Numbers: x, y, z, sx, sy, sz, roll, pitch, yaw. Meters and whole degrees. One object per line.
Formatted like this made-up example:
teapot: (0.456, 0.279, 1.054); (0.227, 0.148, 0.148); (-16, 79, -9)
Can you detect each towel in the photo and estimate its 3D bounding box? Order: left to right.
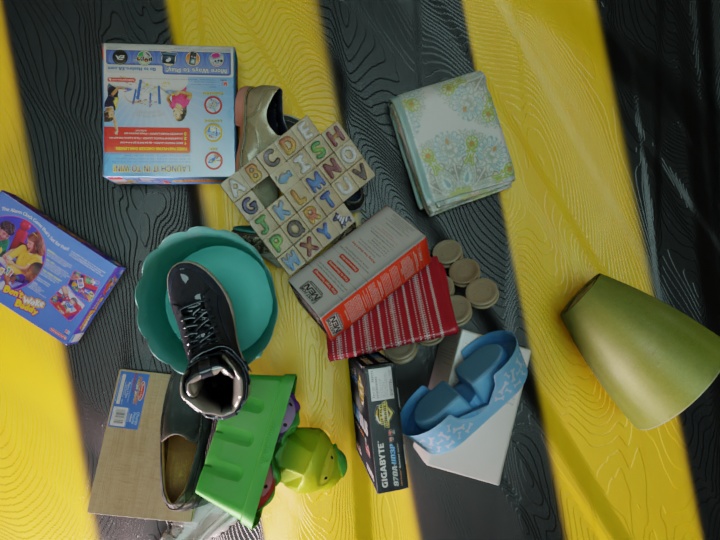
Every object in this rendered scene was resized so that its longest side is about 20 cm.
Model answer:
towel: (0.042, 0.056, 0.843); (0.195, 0.023, 0.147); (-13, 48, 6)
towel: (0.150, -0.207, 0.916); (0.168, 0.048, 0.205); (-18, 90, -10)

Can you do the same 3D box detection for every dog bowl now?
dog bowl: (0.141, 0.166, 0.754); (0.199, 0.111, 0.050); (-40, 103, -5)

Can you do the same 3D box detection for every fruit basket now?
fruit basket: (-0.110, 0.263, 0.804); (0.210, 0.156, 0.221); (2, 69, -6)

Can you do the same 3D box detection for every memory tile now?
memory tile: (0.102, 0.044, 0.866); (0.197, 0.017, 0.154); (-31, 48, -6)

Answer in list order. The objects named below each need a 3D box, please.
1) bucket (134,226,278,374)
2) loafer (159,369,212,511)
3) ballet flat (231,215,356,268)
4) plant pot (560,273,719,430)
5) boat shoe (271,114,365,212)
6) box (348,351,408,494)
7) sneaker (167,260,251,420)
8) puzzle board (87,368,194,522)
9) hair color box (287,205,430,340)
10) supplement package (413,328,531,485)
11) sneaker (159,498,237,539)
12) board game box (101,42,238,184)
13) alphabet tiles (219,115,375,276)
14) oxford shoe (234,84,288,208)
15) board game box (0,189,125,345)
bucket: (-0.214, 0.046, 0.814); (0.202, 0.135, 0.213); (0, 87, -7)
loafer: (-0.251, 0.233, 0.796); (0.071, 0.072, 0.205); (-6, 72, -7)
ballet flat: (-0.100, -0.042, 0.872); (0.195, 0.068, 0.077); (-8, 104, -9)
plant pot: (0.422, 0.108, 0.883); (0.200, 0.187, 0.187); (43, 83, 12)
boat shoe: (-0.065, -0.174, 0.881); (0.200, 0.057, 0.069); (43, 84, -3)
box: (0.020, 0.203, 0.804); (0.045, 0.200, 0.163); (-6, 89, -8)
sneaker: (-0.188, 0.081, 0.677); (0.076, 0.146, 0.206); (-23, 90, -6)
puzzle board: (-0.305, 0.256, 0.831); (0.147, 0.017, 0.205); (6, 71, -3)
hair color box: (0.000, 0.000, 0.846); (0.198, 0.062, 0.101); (-36, 50, -14)
supplement package: (0.168, 0.201, 0.863); (0.114, 0.117, 0.205); (17, 85, -5)
sneaker: (-0.259, 0.383, 0.838); (0.198, 0.075, 0.083); (-35, 77, -12)
board game box: (-0.286, -0.237, 0.857); (0.195, 0.056, 0.201); (-1, 88, -7)
alphabet tiles: (-0.080, -0.121, 0.833); (0.199, 0.008, 0.168); (-40, 101, -8)
oxford shoe: (-0.143, -0.177, 0.846); (0.072, 0.070, 0.205); (1, 102, 27)
board game box: (-0.475, -0.003, 0.830); (0.198, 0.045, 0.136); (34, 84, -4)
